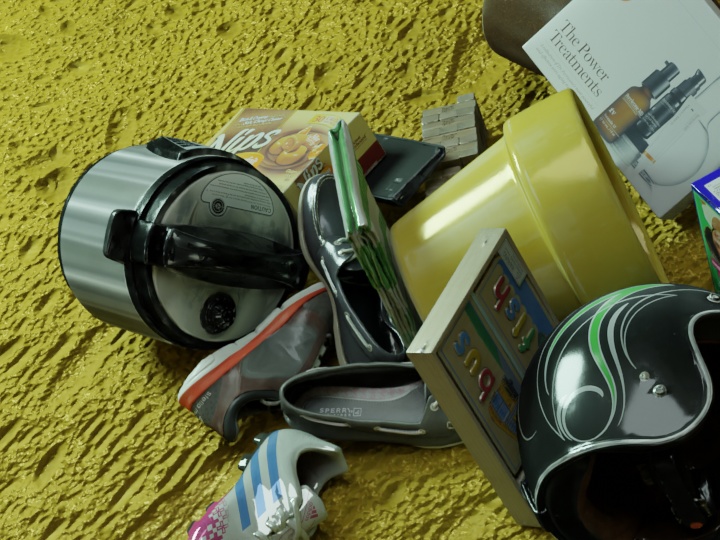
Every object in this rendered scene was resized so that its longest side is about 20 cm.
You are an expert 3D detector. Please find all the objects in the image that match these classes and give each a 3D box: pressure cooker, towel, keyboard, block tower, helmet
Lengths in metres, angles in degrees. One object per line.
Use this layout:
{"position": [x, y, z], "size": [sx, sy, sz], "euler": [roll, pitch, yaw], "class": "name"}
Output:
{"position": [-0.151, -0.019, 1.723], "size": [0.176, 0.179, 0.200], "euler": [-38, 29, -26], "class": "pressure cooker"}
{"position": [0.023, -0.014, 1.638], "size": [0.023, 0.200, 0.153], "euler": [-22, 42, 8], "class": "towel"}
{"position": [0.003, -0.081, 1.829], "size": [0.104, 0.040, 0.200], "euler": [-45, 27, -16], "class": "keyboard"}
{"position": [0.090, -0.075, 1.783], "size": [0.058, 0.054, 0.201], "euler": [-11, 42, 12], "class": "block tower"}
{"position": [0.215, 0.105, 1.442], "size": [0.199, 0.201, 0.191], "euler": [-5, 42, 20], "class": "helmet"}

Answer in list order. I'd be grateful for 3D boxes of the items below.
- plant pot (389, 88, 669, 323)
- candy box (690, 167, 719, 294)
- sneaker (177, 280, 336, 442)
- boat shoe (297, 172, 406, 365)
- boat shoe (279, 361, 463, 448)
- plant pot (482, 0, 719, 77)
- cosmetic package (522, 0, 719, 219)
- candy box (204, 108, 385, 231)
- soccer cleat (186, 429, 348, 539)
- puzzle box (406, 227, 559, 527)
{"position": [0.134, -0.020, 1.607], "size": [0.188, 0.201, 0.201], "euler": [-26, 40, 12], "class": "plant pot"}
{"position": [0.357, -0.016, 1.490], "size": [0.169, 0.200, 0.077], "euler": [-28, 40, -7], "class": "candy box"}
{"position": [-0.062, 0.083, 1.693], "size": [0.200, 0.077, 0.082], "euler": [-36, 73, -22], "class": "sneaker"}
{"position": [0.000, 0.000, 1.673], "size": [0.072, 0.063, 0.201], "euler": [-5, 70, -27], "class": "boat shoe"}
{"position": [0.029, 0.108, 1.600], "size": [0.199, 0.057, 0.067], "euler": [-4, 66, 15], "class": "boat shoe"}
{"position": [0.247, -0.229, 1.800], "size": [0.187, 0.187, 0.200], "euler": [-39, 58, -17], "class": "plant pot"}
{"position": [0.260, -0.167, 1.688], "size": [0.151, 0.052, 0.200], "euler": [-42, 75, 17], "class": "cosmetic package"}
{"position": [-0.082, -0.097, 1.844], "size": [0.115, 0.055, 0.200], "euler": [-46, 29, -24], "class": "candy box"}
{"position": [-0.079, 0.206, 1.553], "size": [0.086, 0.070, 0.200], "euler": [7, 49, 31], "class": "soccer cleat"}
{"position": [0.116, 0.083, 1.496], "size": [0.025, 0.200, 0.133], "euler": [1, 46, 41], "class": "puzzle box"}
